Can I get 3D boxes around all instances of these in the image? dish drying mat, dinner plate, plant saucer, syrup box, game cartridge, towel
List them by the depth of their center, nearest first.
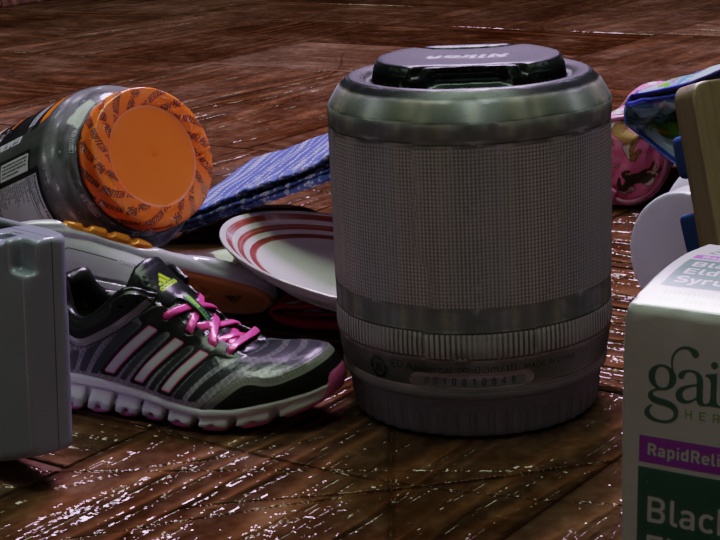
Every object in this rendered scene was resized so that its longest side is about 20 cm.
[{"bbox_3d":[0.123,0.098,0.470,0.079,0.200,0.081,6,17,27],"label":"syrup box"},{"bbox_3d":[-0.227,0.032,0.898,0.200,0.133,0.041,13,22,42],"label":"game cartridge"},{"bbox_3d":[0.000,0.000,1.113,0.200,0.024,0.200,12,18,-4],"label":"dinner plate"},{"bbox_3d":[-0.006,0.005,1.182,0.077,0.018,0.200,0,15,13],"label":"dish drying mat"},{"bbox_3d":[-0.043,-0.084,1.201,0.200,0.024,0.145,-17,15,36],"label":"towel"},{"bbox_3d":[-0.106,-0.018,1.233,0.200,0.032,0.200,-8,14,2],"label":"plant saucer"}]

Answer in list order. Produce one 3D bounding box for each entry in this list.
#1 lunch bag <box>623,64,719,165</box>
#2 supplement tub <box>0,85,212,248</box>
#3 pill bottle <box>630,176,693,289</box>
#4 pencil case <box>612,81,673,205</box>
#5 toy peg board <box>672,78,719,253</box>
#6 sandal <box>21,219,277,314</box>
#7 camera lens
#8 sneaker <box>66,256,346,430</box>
[{"bbox_3d":[0.340,-0.122,1.341,0.200,0.128,0.170,21,25,31],"label":"lunch bag"},{"bbox_3d":[-0.199,-0.058,1.149,0.122,0.123,0.200,-17,1,-42],"label":"supplement tub"},{"bbox_3d":[0.271,-0.029,1.085,0.113,0.113,0.200,12,21,42],"label":"pill bottle"},{"bbox_3d":[0.256,-0.118,1.471,0.086,0.083,0.200,-5,14,22],"label":"pencil case"},{"bbox_3d":[0.251,-0.006,0.887,0.199,0.200,0.098,-10,-1,-24],"label":"toy peg board"},{"bbox_3d":[-0.154,0.017,1.076,0.206,0.059,0.079,11,-27,-17],"label":"sandal"},{"bbox_3d":[0.064,-0.024,0.929,0.160,0.200,0.160,-2,15,1],"label":"camera lens"},{"bbox_3d":[-0.105,0.037,0.946,0.200,0.088,0.074,4,16,21],"label":"sneaker"}]
